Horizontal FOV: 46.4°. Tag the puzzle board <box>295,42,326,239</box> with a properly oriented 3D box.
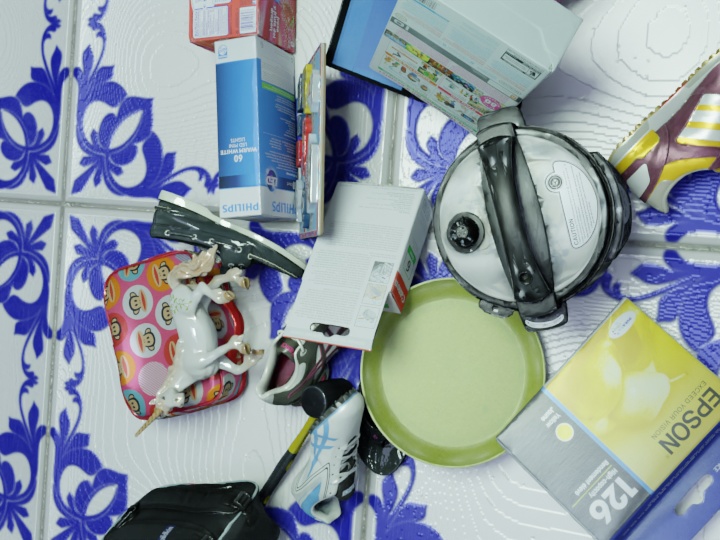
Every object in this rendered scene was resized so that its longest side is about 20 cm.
[{"bbox_3d":[-0.058,-0.139,0.950,0.017,0.151,0.203,0,90,-10],"label":"puzzle board"}]

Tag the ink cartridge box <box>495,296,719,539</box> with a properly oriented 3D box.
[{"bbox_3d":[0.270,0.167,0.828,0.200,0.047,0.198,43,91,21],"label":"ink cartridge box"}]

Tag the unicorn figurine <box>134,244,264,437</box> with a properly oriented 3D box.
[{"bbox_3d":[-0.185,0.083,0.969,0.136,0.074,0.203,-14,70,23],"label":"unicorn figurine"}]

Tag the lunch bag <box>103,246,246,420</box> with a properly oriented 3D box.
[{"bbox_3d":[-0.222,0.076,1.049,0.174,0.082,0.203,-15,83,22],"label":"lunch bag"}]

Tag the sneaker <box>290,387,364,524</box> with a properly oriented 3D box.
[{"bbox_3d":[-0.025,0.208,0.941,0.072,0.072,0.201,36,133,20],"label":"sneaker"}]

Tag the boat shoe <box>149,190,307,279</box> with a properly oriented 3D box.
[{"bbox_3d":[-0.160,-0.024,1.000,0.198,0.074,0.067,26,83,-6],"label":"boat shoe"}]

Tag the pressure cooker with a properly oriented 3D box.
[{"bbox_3d":[0.162,-0.046,0.812,0.175,0.200,0.180,36,104,17],"label":"pressure cooker"}]

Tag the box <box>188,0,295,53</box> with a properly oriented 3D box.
[{"bbox_3d":[-0.139,-0.365,1.006,0.098,0.095,0.203,0,90,23],"label":"box"}]

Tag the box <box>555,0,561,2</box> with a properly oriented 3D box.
[{"bbox_3d":[0.165,-0.362,0.832,0.198,0.097,0.178,-22,81,-2],"label":"box"}]

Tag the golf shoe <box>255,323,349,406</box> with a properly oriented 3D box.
[{"bbox_3d":[-0.052,0.072,0.972,0.077,0.088,0.202,30,100,22],"label":"golf shoe"}]

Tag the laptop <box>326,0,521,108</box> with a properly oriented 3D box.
[{"bbox_3d":[0.090,-0.271,0.900,0.198,0.103,0.179,21,99,23],"label":"laptop"}]

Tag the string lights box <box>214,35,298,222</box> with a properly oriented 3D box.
[{"bbox_3d":[-0.120,-0.161,0.993,0.058,0.103,0.203,-2,89,21],"label":"string lights box"}]

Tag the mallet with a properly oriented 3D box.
[{"bbox_3d":[-0.071,0.208,1.011,0.041,0.066,0.201,42,120,24],"label":"mallet"}]

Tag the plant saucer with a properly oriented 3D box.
[{"bbox_3d":[0.099,0.110,0.911,0.197,0.031,0.203,-1,81,8],"label":"plant saucer"}]

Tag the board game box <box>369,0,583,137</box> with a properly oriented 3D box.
[{"bbox_3d":[0.099,-0.213,0.799,0.147,0.200,0.065,32,78,-4],"label":"board game box"}]

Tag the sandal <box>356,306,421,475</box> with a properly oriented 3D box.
[{"bbox_3d":[0.024,0.134,0.957,0.074,0.048,0.203,8,93,23],"label":"sandal"}]

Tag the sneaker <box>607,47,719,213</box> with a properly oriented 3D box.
[{"bbox_3d":[0.340,-0.146,0.812,0.090,0.075,0.200,48,114,8],"label":"sneaker"}]

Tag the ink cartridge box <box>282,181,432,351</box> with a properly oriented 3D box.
[{"bbox_3d":[0.000,0.000,0.918,0.108,0.050,0.202,7,62,24],"label":"ink cartridge box"}]

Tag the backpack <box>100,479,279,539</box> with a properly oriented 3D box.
[{"bbox_3d":[-0.208,0.338,0.991,0.198,0.178,0.152,-3,117,30],"label":"backpack"}]
